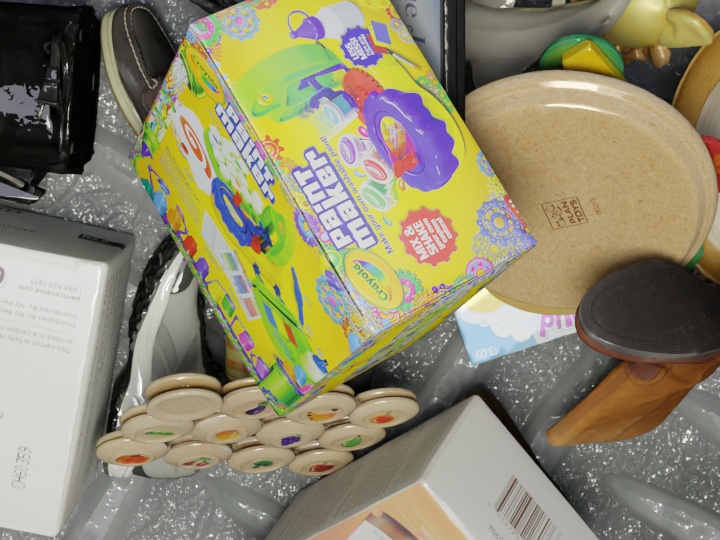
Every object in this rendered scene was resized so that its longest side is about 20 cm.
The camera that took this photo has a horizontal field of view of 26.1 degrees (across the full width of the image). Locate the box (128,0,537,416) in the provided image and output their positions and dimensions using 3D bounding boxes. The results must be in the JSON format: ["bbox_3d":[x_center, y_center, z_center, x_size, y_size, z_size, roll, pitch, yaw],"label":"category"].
[{"bbox_3d":[-0.026,-0.044,0.940,0.122,0.193,0.200,-27,82,-25],"label":"box"}]

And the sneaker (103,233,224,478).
[{"bbox_3d":[-0.133,0.060,1.130,0.079,0.074,0.201,11,106,-11],"label":"sneaker"}]

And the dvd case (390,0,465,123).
[{"bbox_3d":[0.000,-0.149,0.984,0.018,0.200,0.143,-14,113,-32],"label":"dvd case"}]

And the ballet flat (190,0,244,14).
[{"bbox_3d":[-0.139,-0.235,1.077,0.200,0.057,0.067,29,98,-5],"label":"ballet flat"}]

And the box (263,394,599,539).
[{"bbox_3d":[0.042,0.207,1.088,0.200,0.106,0.152,-35,100,38],"label":"box"}]

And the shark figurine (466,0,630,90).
[{"bbox_3d":[0.110,-0.150,0.997,0.214,0.090,0.128,-6,135,40],"label":"shark figurine"}]

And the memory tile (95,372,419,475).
[{"bbox_3d":[-0.071,0.110,1.073,0.200,0.153,0.017,7,61,-28],"label":"memory tile"}]

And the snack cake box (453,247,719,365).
[{"bbox_3d":[0.155,-0.020,1.109,0.200,0.067,0.115,-18,99,4],"label":"snack cake box"}]

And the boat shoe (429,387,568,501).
[{"bbox_3d":[0.112,0.182,1.150,0.066,0.074,0.200,-28,99,22],"label":"boat shoe"}]

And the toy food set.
[{"bbox_3d":[0.133,-0.050,0.989,0.198,0.049,0.200,-27,121,32],"label":"toy food set"}]

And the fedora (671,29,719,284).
[{"bbox_3d":[0.295,-0.077,1.052,0.200,0.082,0.201,0,90,-31],"label":"fedora"}]

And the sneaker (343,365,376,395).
[{"bbox_3d":[0.000,0.000,1.095,0.073,0.082,0.200,24,91,39],"label":"sneaker"}]

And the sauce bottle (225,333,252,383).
[{"bbox_3d":[-0.067,-0.004,1.115,0.066,0.066,0.200,-1,100,1],"label":"sauce bottle"}]

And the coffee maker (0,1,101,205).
[{"bbox_3d":[-0.281,-0.136,1.029,0.200,0.192,0.135,4,73,-3],"label":"coffee maker"}]

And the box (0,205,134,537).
[{"bbox_3d":[-0.279,0.059,1.094,0.199,0.131,0.200,11,100,-2],"label":"box"}]

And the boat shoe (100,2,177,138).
[{"bbox_3d":[-0.116,-0.100,1.073,0.066,0.072,0.201,-26,80,29],"label":"boat shoe"}]

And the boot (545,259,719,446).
[{"bbox_3d":[0.179,0.062,1.044,0.188,0.200,0.069,-13,68,-34],"label":"boot"}]

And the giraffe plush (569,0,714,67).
[{"bbox_3d":[0.178,-0.222,1.036,0.200,0.173,0.162,-33,107,12],"label":"giraffe plush"}]
